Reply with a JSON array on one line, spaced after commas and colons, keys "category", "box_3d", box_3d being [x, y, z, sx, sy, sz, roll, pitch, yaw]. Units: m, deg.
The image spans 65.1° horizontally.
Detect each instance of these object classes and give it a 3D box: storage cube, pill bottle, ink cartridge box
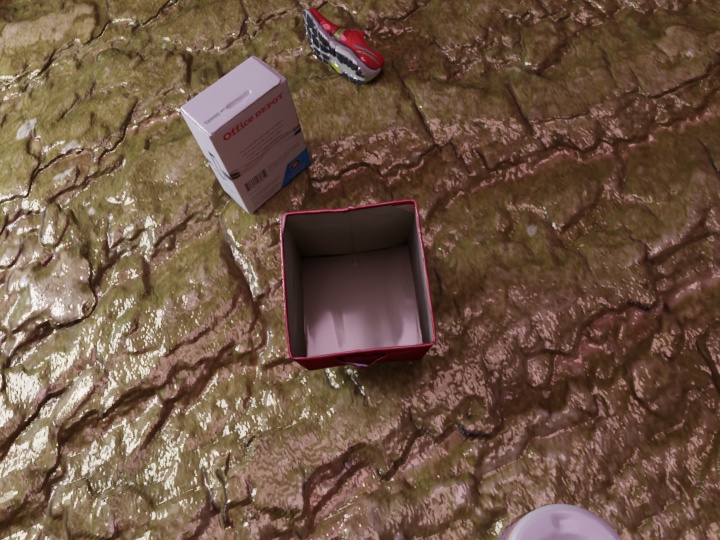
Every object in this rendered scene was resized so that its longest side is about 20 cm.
[{"category": "storage cube", "box_3d": [-0.004, 0.031, 0.733, 0.169, 0.180, 0.202, -6, 76, 0]}, {"category": "pill bottle", "box_3d": [0.193, 0.307, 0.570, 0.113, 0.200, 0.115, -3, 62, 6]}, {"category": "ink cartridge box", "box_3d": [-0.173, -0.210, 0.896, 0.146, 0.200, 0.084, -42, 65, -15]}]

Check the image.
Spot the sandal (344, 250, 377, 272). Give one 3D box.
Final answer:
[{"category": "sandal", "box_3d": [0.000, 0.001, 0.850, 0.076, 0.043, 0.201, 21, 67, 17]}]

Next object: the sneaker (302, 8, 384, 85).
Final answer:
[{"category": "sneaker", "box_3d": [-0.033, -0.433, 1.076, 0.085, 0.077, 0.200, -38, 74, -18]}]
